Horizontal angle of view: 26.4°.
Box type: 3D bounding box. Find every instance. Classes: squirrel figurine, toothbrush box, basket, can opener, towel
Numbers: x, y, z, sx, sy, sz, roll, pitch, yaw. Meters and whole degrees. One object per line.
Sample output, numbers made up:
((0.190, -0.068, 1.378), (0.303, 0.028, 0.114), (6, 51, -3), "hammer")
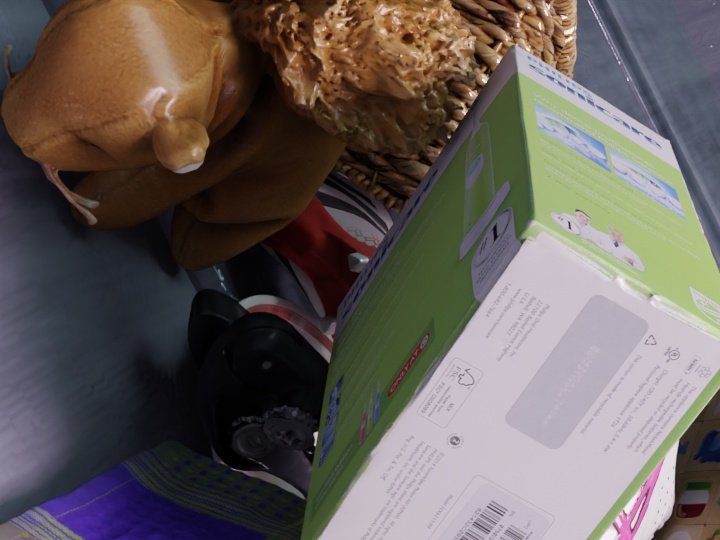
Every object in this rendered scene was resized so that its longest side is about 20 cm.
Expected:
((-0.054, -0.090, 0.643), (0.187, 0.199, 0.142), (6, 66, -78), "squirrel figurine")
((0.054, 0.020, 0.576), (0.086, 0.146, 0.200), (29, 22, -10), "toothbrush box")
((0.018, -0.130, 0.813), (0.200, 0.150, 0.143), (33, 13, 21), "basket")
((-0.006, 0.087, 0.683), (0.200, 0.063, 0.079), (51, 26, -29), "can opener")
((-0.054, 0.104, 0.532), (0.200, 0.143, 0.023), (-15, 118, -66), "towel")

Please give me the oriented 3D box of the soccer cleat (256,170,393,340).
((0.000, 0.000, 0.779), (0.200, 0.069, 0.085), (46, 28, 21), "soccer cleat")

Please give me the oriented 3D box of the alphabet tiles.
((0.167, 0.148, 0.882), (0.006, 0.166, 0.201), (33, 67, -19), "alphabet tiles")

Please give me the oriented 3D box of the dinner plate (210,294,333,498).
((-0.020, 0.108, 0.742), (0.200, 0.024, 0.201), (47, 28, -34), "dinner plate")

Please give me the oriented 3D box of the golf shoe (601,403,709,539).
((0.134, 0.140, 0.846), (0.092, 0.201, 0.073), (14, 13, -22), "golf shoe")
